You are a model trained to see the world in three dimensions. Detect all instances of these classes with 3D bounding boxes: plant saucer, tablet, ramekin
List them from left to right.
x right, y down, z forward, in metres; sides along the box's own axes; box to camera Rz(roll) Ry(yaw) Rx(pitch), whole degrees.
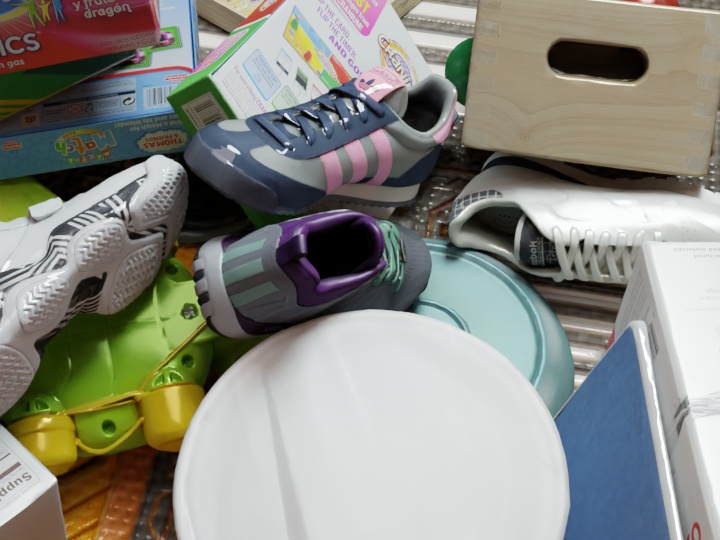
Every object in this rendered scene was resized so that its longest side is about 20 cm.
[{"bbox_3d":[0.006,0.129,0.758,0.200,0.095,0.204,-1,59,2],"label":"ramekin"},{"bbox_3d":[0.036,0.049,0.892,0.197,0.028,0.202,2,49,-2],"label":"plant saucer"},{"bbox_3d":[0.131,0.140,0.747,0.014,0.131,0.202,11,49,-16],"label":"tablet"}]

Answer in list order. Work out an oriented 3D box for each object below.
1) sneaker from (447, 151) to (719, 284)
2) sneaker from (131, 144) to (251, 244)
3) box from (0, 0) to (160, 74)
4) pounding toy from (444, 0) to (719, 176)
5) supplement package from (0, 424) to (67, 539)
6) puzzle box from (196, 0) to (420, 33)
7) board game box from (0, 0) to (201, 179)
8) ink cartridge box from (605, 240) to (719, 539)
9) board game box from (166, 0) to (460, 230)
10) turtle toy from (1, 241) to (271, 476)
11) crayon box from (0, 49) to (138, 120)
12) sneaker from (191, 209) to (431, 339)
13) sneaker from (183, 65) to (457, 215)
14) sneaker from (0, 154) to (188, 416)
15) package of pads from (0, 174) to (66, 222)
[{"bbox_3d":[0.154,-0.018,0.915,0.198,0.077,0.080,12,30,23],"label":"sneaker"},{"bbox_3d":[-0.134,-0.080,0.964,0.198,0.084,0.121,17,41,11],"label":"sneaker"},{"bbox_3d":[-0.220,-0.177,0.822,0.198,0.096,0.100,-10,44,1],"label":"box"},{"bbox_3d":[0.131,-0.151,0.940,0.197,0.144,0.184,8,11,4],"label":"pounding toy"},{"bbox_3d":[-0.258,0.113,0.765,0.199,0.114,0.109,37,56,24],"label":"supplement package"},{"bbox_3d":[-0.020,-0.236,1.137,0.132,0.026,0.200,30,54,22],"label":"puzzle box"},{"bbox_3d":[-0.181,-0.145,0.952,0.149,0.037,0.201,-9,45,-1],"label":"board game box"},{"bbox_3d":[0.191,0.106,0.770,0.084,0.146,0.202,2,49,-4],"label":"ink cartridge box"},{"bbox_3d":[-0.022,-0.105,0.931,0.040,0.154,0.200,-18,24,38],"label":"board game box"},{"bbox_3d":[-0.128,0.043,0.835,0.198,0.101,0.147,-10,73,-6],"label":"turtle toy"},{"bbox_3d":[-0.256,-0.139,0.896,0.199,0.051,0.127,-30,48,-17],"label":"crayon box"},{"bbox_3d":[0.000,0.000,0.809,0.199,0.087,0.075,-10,83,-54],"label":"sneaker"},{"bbox_3d":[-0.018,-0.082,0.816,0.070,0.082,0.199,43,27,22],"label":"sneaker"},{"bbox_3d":[-0.186,-0.011,0.753,0.114,0.075,0.200,32,58,19],"label":"sneaker"},{"bbox_3d":[-0.280,-0.023,0.912,0.199,0.069,0.154,34,56,24],"label":"package of pads"}]
